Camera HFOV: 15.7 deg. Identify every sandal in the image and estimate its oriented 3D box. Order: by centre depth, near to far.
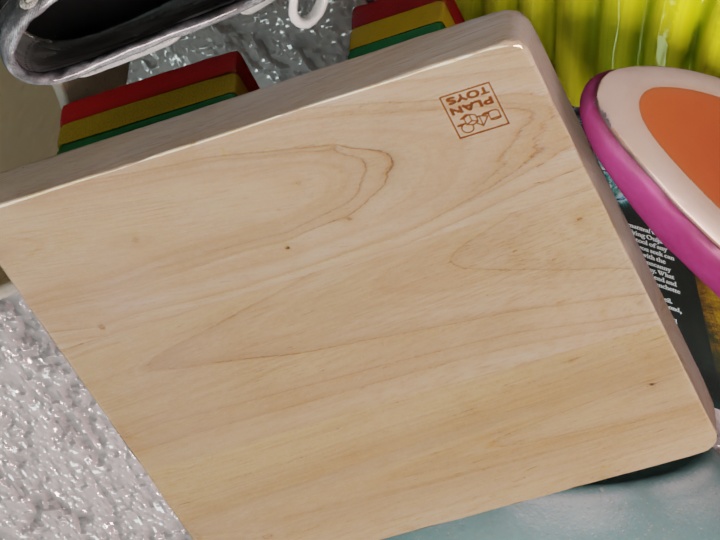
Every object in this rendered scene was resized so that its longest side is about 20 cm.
[{"bbox_3d":[0.121,-0.094,0.907,0.199,0.087,0.080,22,123,7],"label":"sandal"}]

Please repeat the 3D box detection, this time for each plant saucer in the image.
[{"bbox_3d":[0.066,0.084,1.046,0.199,0.200,0.036,6,101,23],"label":"plant saucer"}]

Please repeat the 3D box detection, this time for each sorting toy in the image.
[{"bbox_3d":[0.000,0.000,0.926,0.199,0.070,0.199,-17,130,17],"label":"sorting toy"}]

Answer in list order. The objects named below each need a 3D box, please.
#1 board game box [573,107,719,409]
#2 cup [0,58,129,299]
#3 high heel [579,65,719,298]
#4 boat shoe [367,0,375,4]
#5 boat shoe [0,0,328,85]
[{"bbox_3d":[0.163,0.010,0.987,0.199,0.028,0.136,20,143,26],"label":"board game box"},{"bbox_3d":[-0.167,-0.108,1.012,0.199,0.143,0.201,14,134,15],"label":"cup"},{"bbox_3d":[0.123,0.002,0.891,0.200,0.068,0.096,37,142,-27],"label":"high heel"},{"bbox_3d":[0.013,-0.159,0.931,0.072,0.060,0.201,12,133,17],"label":"boat shoe"},{"bbox_3d":[-0.033,-0.120,0.861,0.199,0.068,0.074,-21,128,0],"label":"boat shoe"}]
